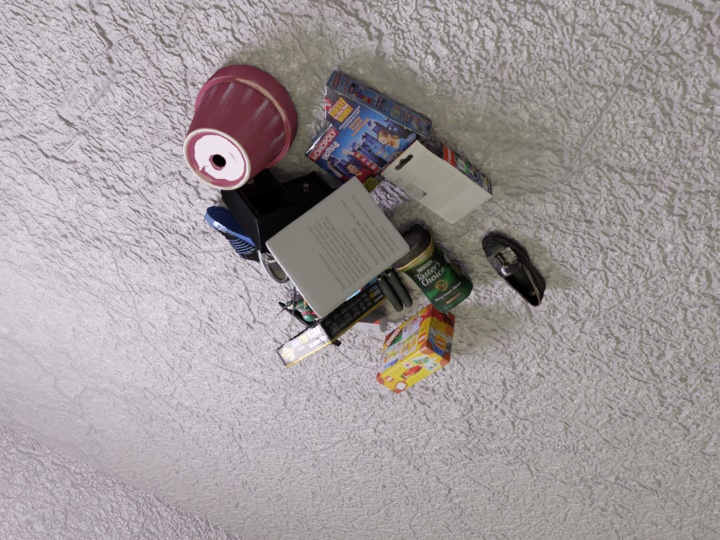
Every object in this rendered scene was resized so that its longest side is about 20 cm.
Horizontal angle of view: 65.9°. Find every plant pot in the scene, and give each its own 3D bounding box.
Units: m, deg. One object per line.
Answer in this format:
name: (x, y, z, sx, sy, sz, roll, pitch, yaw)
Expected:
plant pot: (-0.236, -0.254, 1.043, 0.199, 0.179, 0.201, 8, 133, 9)

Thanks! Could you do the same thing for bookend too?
bookend: (-0.164, -0.158, 1.156, 0.199, 0.199, 0.092, -23, 140, -23)

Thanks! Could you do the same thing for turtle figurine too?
turtle figurine: (-0.122, 0.047, 1.271, 0.100, 0.201, 0.150, 18, 142, -12)

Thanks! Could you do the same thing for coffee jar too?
coffee jar: (0.152, -0.006, 1.222, 0.104, 0.085, 0.200, -37, 115, 20)

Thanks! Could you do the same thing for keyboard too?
keyboard: (-0.121, 0.141, 1.414, 0.200, 0.021, 0.127, 32, 180, 40)

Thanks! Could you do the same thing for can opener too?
can opener: (0.059, 0.022, 1.297, 0.052, 0.067, 0.200, -23, 122, 18)

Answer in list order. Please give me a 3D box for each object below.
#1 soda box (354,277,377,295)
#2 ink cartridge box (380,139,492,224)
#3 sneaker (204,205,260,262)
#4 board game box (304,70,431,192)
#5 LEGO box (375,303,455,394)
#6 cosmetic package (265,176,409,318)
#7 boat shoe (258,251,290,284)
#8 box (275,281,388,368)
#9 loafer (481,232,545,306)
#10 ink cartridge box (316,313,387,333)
soda box: (0.000, 0.000, 1.212, 0.064, 0.068, 0.201, 32, 125, 21)
ink cartridge box: (0.147, -0.178, 1.069, 0.200, 0.050, 0.109, 30, 134, -26)
sneaker: (-0.282, -0.073, 1.305, 0.200, 0.070, 0.078, 31, 126, -15)
board game box: (-0.007, -0.263, 1.044, 0.200, 0.062, 0.200, 35, 134, -19)
LEGO box: (0.136, 0.193, 1.377, 0.077, 0.149, 0.200, 33, 132, -16)
cosmetic package: (-0.045, -0.036, 1.033, 0.167, 0.200, 0.167, 53, 174, 0)
boat shoe: (-0.200, -0.048, 1.247, 0.072, 0.071, 0.201, -19, 118, -4)
box: (-0.057, 0.109, 1.124, 0.160, 0.200, 0.049, -32, 91, 41)
loafer: (0.334, 0.000, 1.195, 0.072, 0.063, 0.200, -31, 118, 36)
ink cartridge box: (-0.026, 0.130, 1.348, 0.161, 0.200, 0.050, 5, 94, 12)
